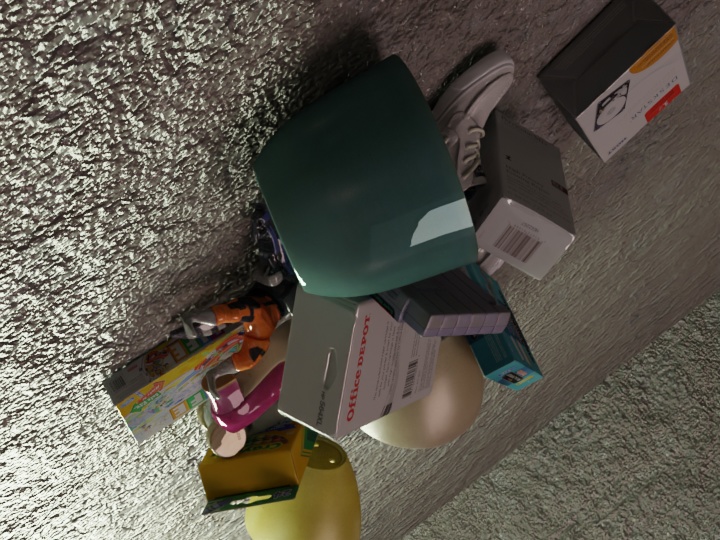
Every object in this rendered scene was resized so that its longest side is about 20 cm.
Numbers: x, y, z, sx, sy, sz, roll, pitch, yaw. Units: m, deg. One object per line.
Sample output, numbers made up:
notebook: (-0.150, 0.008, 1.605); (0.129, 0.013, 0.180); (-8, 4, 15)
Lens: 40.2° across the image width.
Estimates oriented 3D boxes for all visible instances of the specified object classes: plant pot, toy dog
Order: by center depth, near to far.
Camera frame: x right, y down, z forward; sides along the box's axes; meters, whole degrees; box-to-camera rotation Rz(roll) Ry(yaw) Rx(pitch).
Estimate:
plant pot: (-0.004, -0.070, 0.896); (0.158, 0.203, 0.201); (-23, 157, -2)
toy dog: (-0.125, 0.154, 1.255); (0.198, 0.130, 0.098); (-26, 117, -39)
plant pot: (0.071, 0.109, 1.287); (0.198, 0.200, 0.136); (-26, 141, -28)
plant pot: (-0.083, 0.359, 1.613); (0.198, 0.198, 0.145); (-13, 122, -46)

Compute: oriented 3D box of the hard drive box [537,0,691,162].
hard drive box: (0.320, -0.238, 1.221); (0.156, 0.077, 0.199); (-43, 158, 12)

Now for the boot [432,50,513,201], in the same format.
boot: (0.111, -0.130, 1.054); (0.200, 0.096, 0.073); (-47, 156, 20)

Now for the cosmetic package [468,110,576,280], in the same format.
cosmetic package: (0.176, -0.090, 1.110); (0.074, 0.100, 0.202); (-53, -163, 33)

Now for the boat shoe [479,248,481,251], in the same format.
boat shoe: (0.158, -0.060, 1.312); (0.200, 0.073, 0.062); (-45, 154, 2)

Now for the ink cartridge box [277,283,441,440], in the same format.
ink cartridge box: (0.008, 0.078, 1.064); (0.199, 0.083, 0.149); (-12, 116, -55)

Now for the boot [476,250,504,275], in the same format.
boot: (0.129, 0.002, 1.377); (0.201, 0.074, 0.095); (-51, 161, 30)

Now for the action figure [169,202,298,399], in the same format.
action figure: (-0.112, 0.016, 1.049); (0.193, 0.104, 0.203); (-38, 129, -24)

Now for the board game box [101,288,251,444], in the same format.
board game box: (-0.193, 0.113, 1.142); (0.198, 0.034, 0.135); (-33, 157, -16)

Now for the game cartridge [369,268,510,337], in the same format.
game cartridge: (0.046, 0.003, 1.015); (0.128, 0.200, 0.039); (-3, 124, -40)

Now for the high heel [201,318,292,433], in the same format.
high heel: (-0.088, 0.123, 1.164); (0.198, 0.068, 0.097); (-30, 138, -10)

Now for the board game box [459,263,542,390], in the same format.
board game box: (0.173, 0.074, 1.302); (0.046, 0.153, 0.200); (-28, 160, 13)

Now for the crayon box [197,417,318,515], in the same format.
crayon box: (-0.129, 0.235, 1.268); (0.123, 0.053, 0.200); (-12, -166, 9)
